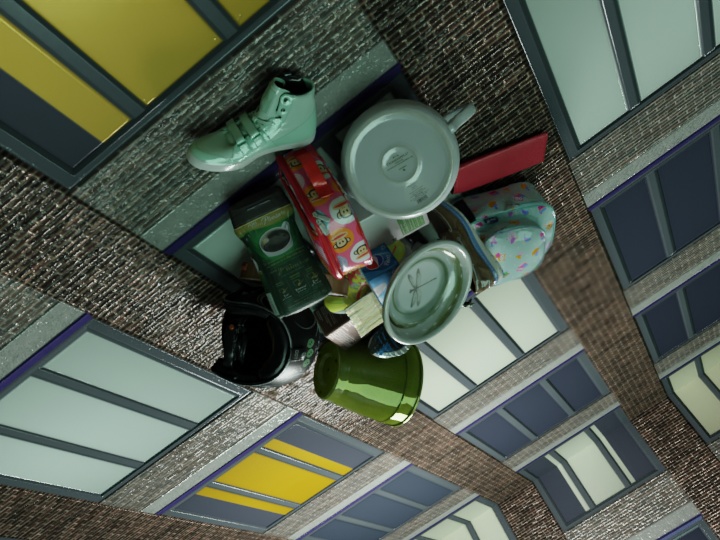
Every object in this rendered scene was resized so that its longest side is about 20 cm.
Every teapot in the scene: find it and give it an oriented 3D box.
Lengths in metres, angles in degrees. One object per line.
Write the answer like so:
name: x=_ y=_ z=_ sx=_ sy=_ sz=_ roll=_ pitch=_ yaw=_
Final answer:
teapot: x=0.066 y=-0.185 z=1.045 sx=0.200 sy=0.146 sz=0.198 roll=11 pitch=111 yaw=1

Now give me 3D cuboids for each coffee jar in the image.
coffee jar: x=-0.132 y=-0.032 z=1.061 sx=0.104 sy=0.200 sz=0.085 roll=-26 pitch=-174 yaw=-10

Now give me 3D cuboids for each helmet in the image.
helmet: x=-0.173 y=0.119 z=1.189 sx=0.200 sy=0.200 sz=0.191 roll=-36 pitch=177 yaw=10

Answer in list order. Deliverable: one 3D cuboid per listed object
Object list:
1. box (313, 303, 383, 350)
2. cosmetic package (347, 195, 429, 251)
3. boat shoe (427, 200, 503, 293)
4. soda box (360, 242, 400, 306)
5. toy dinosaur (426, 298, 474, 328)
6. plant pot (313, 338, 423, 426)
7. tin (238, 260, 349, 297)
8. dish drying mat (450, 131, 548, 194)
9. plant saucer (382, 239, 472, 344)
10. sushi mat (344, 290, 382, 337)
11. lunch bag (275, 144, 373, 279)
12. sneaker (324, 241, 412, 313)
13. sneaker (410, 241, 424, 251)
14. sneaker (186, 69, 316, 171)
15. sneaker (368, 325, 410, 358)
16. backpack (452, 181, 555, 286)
box: x=0.013 y=0.071 z=1.351 sx=0.200 sy=0.075 sz=0.100 roll=-34 pitch=146 yaw=9
cosmetic package: x=0.009 y=-0.091 z=1.159 sx=0.200 sy=0.085 sz=0.108 roll=-30 pitch=146 yaw=1
boat shoe: x=0.176 y=-0.046 z=1.205 sx=0.072 sy=0.200 sz=0.072 roll=-37 pitch=171 yaw=-20
soda box: x=0.064 y=0.046 z=1.204 sx=0.064 sy=0.068 sz=0.200 roll=-32 pitch=133 yaw=-1
toy dinosaur: x=0.174 y=0.028 z=1.250 sx=0.088 sy=0.200 sz=0.047 roll=22 pitch=157 yaw=-23
plant pot: x=0.006 y=0.236 z=1.459 sx=0.193 sy=0.201 sz=0.201 roll=14 pitch=126 yaw=-27
tin: x=-0.116 y=0.016 z=1.171 sx=0.200 sy=0.112 sz=0.042 roll=11 pitch=87 yaw=-21
dish drying mat: x=0.263 y=-0.203 z=1.244 sx=0.200 sy=0.018 sz=0.077 roll=-22 pitch=143 yaw=-10
plant saucer: x=0.107 y=0.031 z=1.138 sx=0.200 sy=0.050 sz=0.200 roll=-20 pitch=127 yaw=-29
sushi mat: x=0.067 y=0.048 z=1.265 sx=0.200 sy=0.012 sz=0.096 roll=-34 pitch=134 yaw=-3
lunch bag: x=-0.058 y=-0.102 z=1.011 sx=0.082 sy=0.200 sz=0.176 roll=-26 pitch=139 yaw=-5
sneaker: x=0.000 y=0.000 z=1.262 sx=0.200 sy=0.078 sz=0.090 roll=-41 pitch=134 yaw=5
sneaker: x=0.169 y=0.017 z=1.357 sx=0.200 sy=0.090 sz=0.078 roll=46 pitch=64 yaw=-52
sneaker: x=-0.154 y=-0.216 z=0.922 sx=0.200 sy=0.074 sz=0.118 roll=-23 pitch=150 yaw=-23
sneaker: x=0.074 y=0.142 z=1.431 sx=0.087 sy=0.075 sz=0.200 roll=-27 pitch=179 yaw=43
backpack: x=0.290 y=-0.075 z=1.300 sx=0.200 sy=0.153 sz=0.176 roll=-23 pitch=134 yaw=-12
